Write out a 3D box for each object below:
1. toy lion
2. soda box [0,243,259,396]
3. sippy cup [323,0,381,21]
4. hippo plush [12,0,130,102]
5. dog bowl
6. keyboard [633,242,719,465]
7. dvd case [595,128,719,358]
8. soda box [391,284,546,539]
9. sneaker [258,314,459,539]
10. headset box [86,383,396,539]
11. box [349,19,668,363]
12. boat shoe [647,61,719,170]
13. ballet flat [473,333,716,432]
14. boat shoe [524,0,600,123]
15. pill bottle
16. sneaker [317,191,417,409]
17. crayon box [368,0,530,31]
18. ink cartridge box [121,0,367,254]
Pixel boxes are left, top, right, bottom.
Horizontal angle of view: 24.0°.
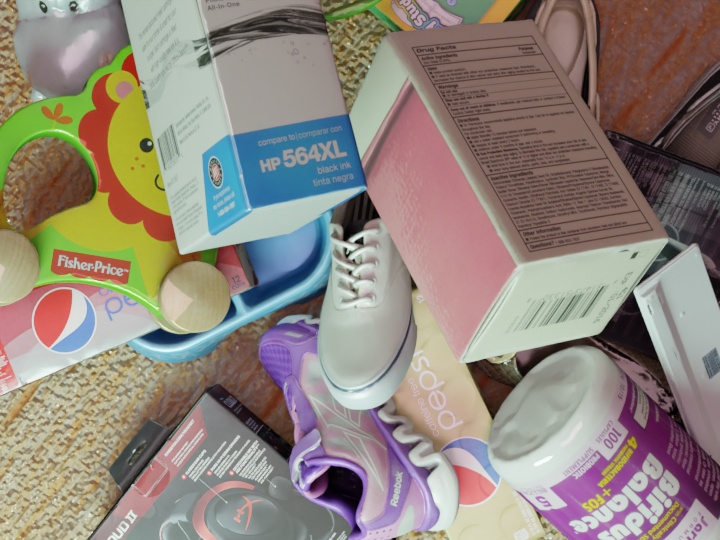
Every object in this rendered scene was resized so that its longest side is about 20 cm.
[{"bbox_3d":[-0.150,-0.062,1.109,0.197,0.069,0.194,9,84,-15],"label":"toy lion"},{"bbox_3d":[-0.174,0.021,1.188,0.198,0.070,0.064,-23,91,1],"label":"soda box"},{"bbox_3d":[-0.031,-0.271,1.144,0.129,0.140,0.179,-26,134,-6],"label":"sippy cup"},{"bbox_3d":[-0.169,-0.186,1.187,0.157,0.161,0.203,0,91,2],"label":"hippo plush"},{"bbox_3d":[-0.100,-0.008,1.244,0.198,0.050,0.112,-27,90,2],"label":"dog bowl"},{"bbox_3d":[0.241,0.069,1.191,0.056,0.011,0.201,-39,128,-16],"label":"keyboard"},{"bbox_3d":[0.235,-0.002,1.204,0.198,0.016,0.150,19,118,-6],"label":"dvd case"},{"bbox_3d":[0.062,0.111,1.234,0.067,0.064,0.202,-25,91,3],"label":"soda box"},{"bbox_3d":[-0.020,0.115,1.192,0.088,0.081,0.200,-25,57,-28],"label":"sneaker"},{"bbox_3d":[-0.094,0.191,1.235,0.199,0.075,0.149,39,92,1],"label":"headset box"},{"bbox_3d":[0.091,-0.056,1.139,0.127,0.109,0.201,-9,57,-30],"label":"box"},{"bbox_3d":[0.225,-0.068,1.218,0.072,0.071,0.201,30,95,0],"label":"boat shoe"},{"bbox_3d":[0.167,0.074,1.237,0.198,0.046,0.068,24,92,1],"label":"ballet flat"},{"bbox_3d":[0.141,-0.108,1.227,0.070,0.063,0.203,6,93,0],"label":"boat shoe"},{"bbox_3d":[0.191,0.155,1.189,0.200,0.112,0.112,42,92,-19],"label":"pill bottle"},{"bbox_3d":[0.000,0.000,1.180,0.072,0.071,0.202,-9,50,17],"label":"sneaker"},{"bbox_3d":[0.034,-0.244,1.229,0.200,0.058,0.119,40,93,1],"label":"crayon box"},{"bbox_3d":[-0.079,-0.126,1.037,0.083,0.146,0.203,-11,86,-23],"label":"ink cartridge box"}]
